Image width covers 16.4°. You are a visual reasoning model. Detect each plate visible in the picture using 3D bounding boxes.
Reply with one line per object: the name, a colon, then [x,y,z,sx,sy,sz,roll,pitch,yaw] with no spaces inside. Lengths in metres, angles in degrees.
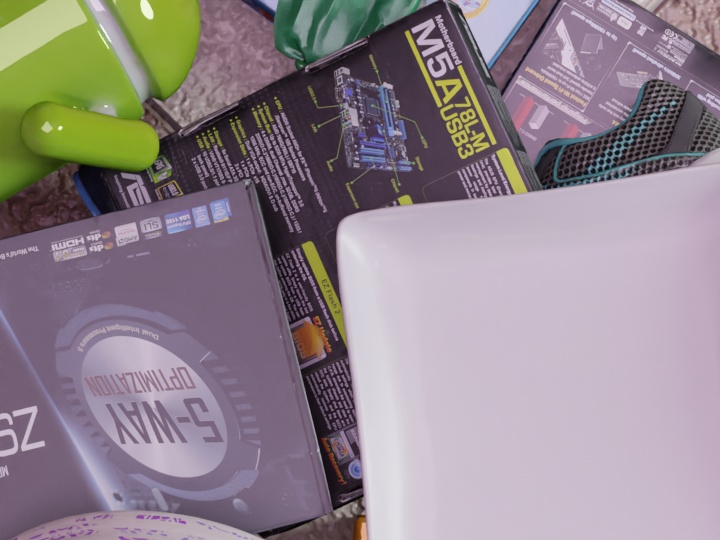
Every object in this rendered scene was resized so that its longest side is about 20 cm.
plate: [0.096,0.061,1.132,0.199,0.032,0.201,-8,80,9]

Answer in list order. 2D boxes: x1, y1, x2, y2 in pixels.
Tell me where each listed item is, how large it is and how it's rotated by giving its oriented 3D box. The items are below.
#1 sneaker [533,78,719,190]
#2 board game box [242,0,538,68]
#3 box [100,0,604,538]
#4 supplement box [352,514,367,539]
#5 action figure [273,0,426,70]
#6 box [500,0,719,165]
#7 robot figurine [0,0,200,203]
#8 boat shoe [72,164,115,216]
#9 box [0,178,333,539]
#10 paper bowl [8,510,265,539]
sneaker: [0.105,-0.020,1.250,0.200,0.078,0.091,-33,61,8]
board game box: [0.019,-0.205,1.309,0.200,0.056,0.196,37,88,2]
box: [0.000,0.000,1.201,0.193,0.048,0.201,-26,84,9]
supplement box: [0.054,0.227,1.275,0.125,0.074,0.201,3,85,0]
action figure: [0.008,-0.165,1.251,0.118,0.055,0.201,20,83,-1]
box: [0.155,-0.037,1.303,0.200,0.050,0.158,31,88,2]
robot figurine: [-0.165,-0.105,1.209,0.200,0.116,0.176,-32,57,-5]
boat shoe: [-0.055,-0.006,1.291,0.200,0.084,0.069,38,107,-11]
box: [-0.127,0.058,1.157,0.199,0.044,0.161,-13,88,-3]
paper bowl: [-0.093,0.208,1.098,0.200,0.201,0.105,12,44,1]
